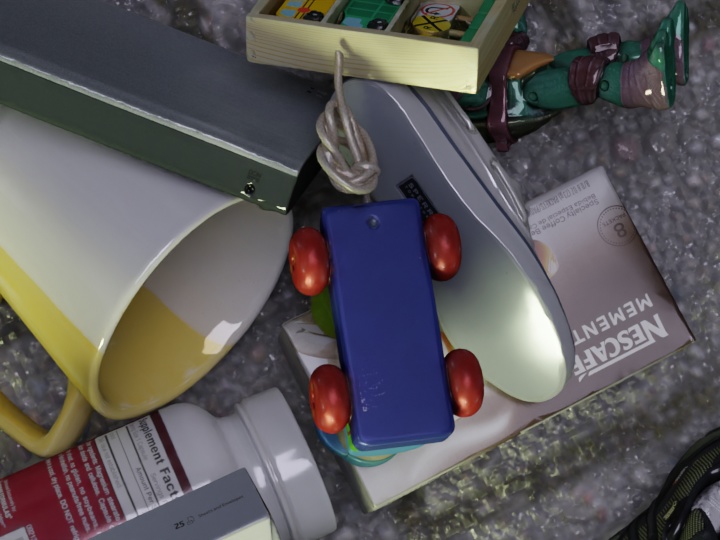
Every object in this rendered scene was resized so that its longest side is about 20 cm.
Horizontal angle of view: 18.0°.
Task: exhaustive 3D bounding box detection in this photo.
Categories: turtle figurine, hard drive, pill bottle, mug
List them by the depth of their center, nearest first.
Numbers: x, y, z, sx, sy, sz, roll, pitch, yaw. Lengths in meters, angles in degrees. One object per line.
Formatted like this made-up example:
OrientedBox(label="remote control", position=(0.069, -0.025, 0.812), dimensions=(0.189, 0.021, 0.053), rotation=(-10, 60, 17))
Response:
OrientedBox(label="hard drive", position=(-0.113, -0.097, 1.200), dimensions=(0.199, 0.140, 0.033), rotation=(21, 112, 4))
OrientedBox(label="pill bottle", position=(-0.119, 0.141, 1.218), dimensions=(0.199, 0.113, 0.113), rotation=(-23, 84, -7))
OrientedBox(label="mug", position=(-0.153, -0.011, 1.221), dimensions=(0.153, 0.150, 0.187), rotation=(39, 76, 21))
OrientedBox(label="turtle figurine", position=(0.081, -0.119, 1.281), dimensions=(0.199, 0.150, 0.101), rotation=(1, 125, 15))

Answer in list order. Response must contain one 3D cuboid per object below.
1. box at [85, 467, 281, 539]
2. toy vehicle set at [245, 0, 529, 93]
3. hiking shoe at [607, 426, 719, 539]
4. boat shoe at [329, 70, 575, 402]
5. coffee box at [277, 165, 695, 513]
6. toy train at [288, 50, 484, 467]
OrientedBox(label="box", position=(-0.099, 0.207, 1.177), dimensions=(0.156, 0.200, 0.041), rotation=(-25, 44, -7))
OrientedBox(label="toy vehicle set", position=(0.028, -0.157, 1.228), dimensions=(0.124, 0.200, 0.027), rotation=(9, 122, 13))
OrientedBox(label="hiking shoe", position=(0.166, 0.165, 1.241), dimensions=(0.076, 0.101, 0.200), rotation=(35, 81, 2))
OrientedBox(label="boat shoe", position=(0.061, -0.028, 1.197), dimensions=(0.065, 0.073, 0.200), rotation=(-40, 105, -47))
OrientedBox(label="coffee box", position=(0.067, 0.039, 1.263), dimensions=(0.199, 0.080, 0.115), rotation=(-26, 84, -7))
OrientedBox(label="toy train", position=(0.000, 0.000, 1.173), dimensions=(0.084, 0.116, 0.201), rotation=(-6, 75, -11))
